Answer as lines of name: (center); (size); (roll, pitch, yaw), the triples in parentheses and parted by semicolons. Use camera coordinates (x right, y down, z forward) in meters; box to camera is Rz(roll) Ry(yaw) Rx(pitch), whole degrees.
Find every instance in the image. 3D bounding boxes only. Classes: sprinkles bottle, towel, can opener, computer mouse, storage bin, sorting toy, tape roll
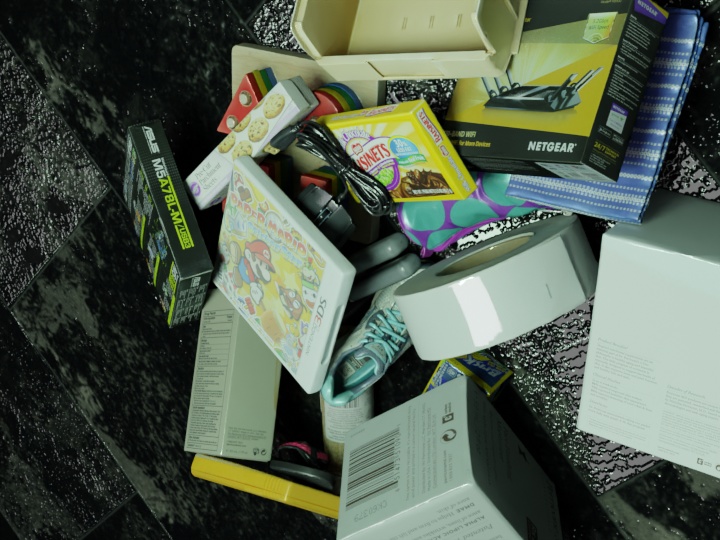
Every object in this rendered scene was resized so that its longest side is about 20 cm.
sprinkles bottle: (-0.015, 0.169, 1.398); (0.068, 0.068, 0.202); (11, 114, 30)
towel: (0.223, -0.150, 1.064); (0.144, 0.024, 0.202); (16, 84, 36)
can opener: (0.000, 0.000, 1.290); (0.053, 0.066, 0.200); (55, 147, -7)
computer mouse: (-0.065, -0.071, 1.237); (0.141, 0.046, 0.200); (47, 143, -4)
storage bin: (0.055, -0.287, 1.089); (0.199, 0.094, 0.200); (4, 74, 32)
sorting toy: (-0.077, -0.139, 1.313); (0.199, 0.069, 0.200); (16, 117, 29)
tape roll: (0.136, 0.015, 1.147); (0.201, 0.202, 0.071); (-19, 97, 38)

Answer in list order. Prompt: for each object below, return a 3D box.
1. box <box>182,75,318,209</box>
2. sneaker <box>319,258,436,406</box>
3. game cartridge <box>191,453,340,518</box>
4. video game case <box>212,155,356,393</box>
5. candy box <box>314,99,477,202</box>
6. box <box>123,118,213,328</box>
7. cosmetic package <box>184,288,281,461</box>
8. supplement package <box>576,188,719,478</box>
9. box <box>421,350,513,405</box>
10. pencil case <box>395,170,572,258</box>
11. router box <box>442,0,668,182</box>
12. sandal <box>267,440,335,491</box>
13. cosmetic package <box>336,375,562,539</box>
box: (-0.123, -0.138, 1.276); (0.200, 0.039, 0.042); (-38, 84, 38)
sneaker: (0.028, 0.077, 1.284); (0.077, 0.086, 0.200); (38, 101, -8)
game cartridge: (-0.083, 0.271, 1.404); (0.199, 0.176, 0.033); (6, 74, 51)
video game case: (-0.089, 0.005, 1.257); (0.200, 0.023, 0.183); (47, 139, 30)
candy box: (0.028, -0.114, 1.154); (0.200, 0.026, 0.103); (3, 130, 59)
box: (-0.233, -0.051, 1.386); (0.194, 0.047, 0.200); (66, 161, 13)
cosmetic package: (-0.149, 0.123, 1.398); (0.105, 0.071, 0.202); (-5, 76, 56)
supplement package: (0.308, 0.053, 1.076); (0.151, 0.150, 0.202); (17, 118, 29)
box: (0.095, 0.178, 1.329); (0.070, 0.064, 0.201); (37, 124, 16)
pencil case: (0.135, -0.081, 1.182); (0.199, 0.085, 0.093); (-17, 85, 38)
router box: (0.168, -0.167, 1.056); (0.199, 0.052, 0.158); (11, 81, 54)
sandal: (-0.072, 0.228, 1.390); (0.075, 0.045, 0.200); (25, 170, -9)
cosmetic package: (0.098, 0.257, 1.231); (0.164, 0.165, 0.200); (-28, 120, 21)
